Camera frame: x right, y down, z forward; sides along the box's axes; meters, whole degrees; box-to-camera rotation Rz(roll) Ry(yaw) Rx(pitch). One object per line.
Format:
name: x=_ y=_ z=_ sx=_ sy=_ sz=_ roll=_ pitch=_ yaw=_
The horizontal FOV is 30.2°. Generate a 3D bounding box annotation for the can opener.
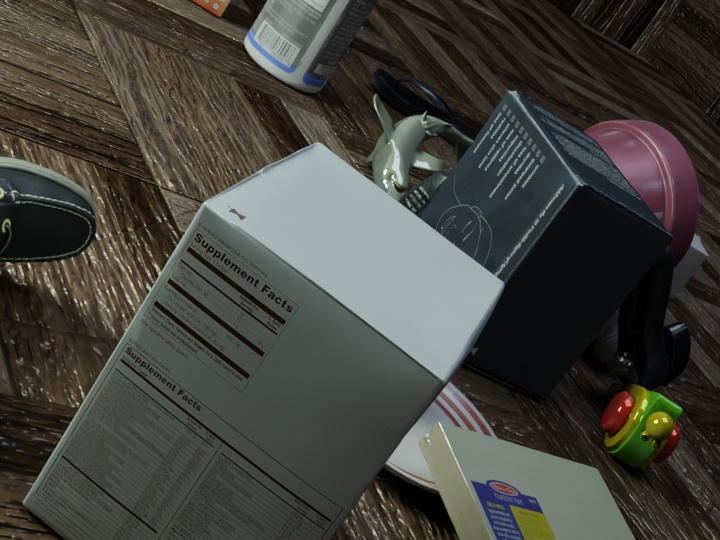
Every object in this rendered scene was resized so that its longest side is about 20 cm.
can opener: x=0.274 y=0.041 z=1.284 sx=0.078 sy=0.201 sz=0.063 roll=-37 pitch=46 yaw=-25

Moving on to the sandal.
sandal: x=0.103 y=-0.223 z=1.827 sx=0.199 sy=0.043 sz=0.076 roll=32 pitch=20 yaw=-10

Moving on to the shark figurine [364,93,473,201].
shark figurine: x=0.053 y=-0.137 z=1.508 sx=0.214 sy=0.089 sz=0.129 roll=-27 pitch=90 yaw=-50

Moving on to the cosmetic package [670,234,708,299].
cosmetic package: x=0.364 y=-0.059 z=1.821 sx=0.199 sy=0.085 sz=0.108 roll=30 pitch=21 yaw=-15

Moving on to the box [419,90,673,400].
box: x=0.157 y=-0.027 z=1.256 sx=0.123 sy=0.201 sz=0.197 roll=26 pitch=22 yaw=-25

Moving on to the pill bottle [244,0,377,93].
pill bottle: x=-0.045 y=-0.325 z=1.594 sx=0.113 sy=0.201 sz=0.114 roll=30 pitch=20 yaw=-13

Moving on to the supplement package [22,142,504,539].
supplement package: x=-0.045 y=0.065 z=0.738 sx=0.146 sy=0.201 sz=0.191 roll=36 pitch=21 yaw=4

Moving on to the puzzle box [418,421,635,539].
puzzle box: x=0.135 y=0.186 z=0.963 sx=0.199 sy=0.025 sz=0.134 roll=22 pitch=34 yaw=-42

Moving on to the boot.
boot: x=-0.230 y=0.001 z=0.774 sx=0.202 sy=0.074 sz=0.154 roll=8 pitch=35 yaw=-40

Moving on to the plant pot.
plant pot: x=0.277 y=-0.080 z=1.607 sx=0.177 sy=0.201 sz=0.200 roll=-5 pitch=41 yaw=-36

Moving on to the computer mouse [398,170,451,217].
computer mouse: x=0.114 y=-0.093 z=1.357 sx=0.058 sy=0.199 sz=0.034 roll=20 pitch=44 yaw=-46

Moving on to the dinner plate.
dinner plate: x=0.027 y=0.108 z=1.011 sx=0.199 sy=0.024 sz=0.201 roll=31 pitch=22 yaw=-14

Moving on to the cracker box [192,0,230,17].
cracker box: x=-0.177 y=-0.430 z=1.616 sx=0.133 sy=0.201 sz=0.058 roll=27 pitch=21 yaw=-18

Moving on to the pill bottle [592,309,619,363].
pill bottle: x=0.254 y=-0.008 z=1.432 sx=0.112 sy=0.112 sz=0.202 roll=0 pitch=66 yaw=-57

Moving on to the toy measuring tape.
toy measuring tape: x=0.254 y=0.146 z=1.262 sx=0.073 sy=0.074 sz=0.200 roll=34 pitch=-3 yaw=-3
